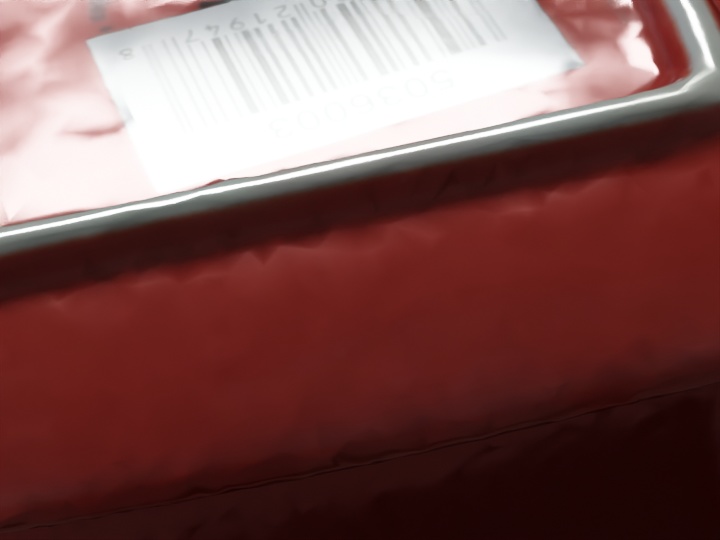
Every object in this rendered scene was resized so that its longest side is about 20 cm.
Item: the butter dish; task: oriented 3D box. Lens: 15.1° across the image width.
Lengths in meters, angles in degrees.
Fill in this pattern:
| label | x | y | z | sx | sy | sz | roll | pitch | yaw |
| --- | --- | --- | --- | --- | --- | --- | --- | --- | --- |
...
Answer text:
| label | x | y | z | sx | sy | sz | roll | pitch | yaw |
| --- | --- | --- | --- | --- | --- | --- | --- | --- | --- |
| butter dish | -0.007 | 0.004 | 0.481 | 0.199 | 0.200 | 0.148 | -107 | 6 | -51 |
